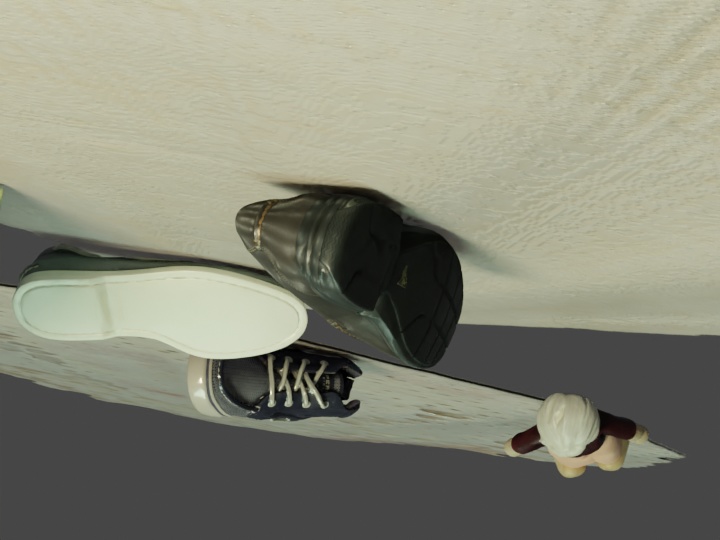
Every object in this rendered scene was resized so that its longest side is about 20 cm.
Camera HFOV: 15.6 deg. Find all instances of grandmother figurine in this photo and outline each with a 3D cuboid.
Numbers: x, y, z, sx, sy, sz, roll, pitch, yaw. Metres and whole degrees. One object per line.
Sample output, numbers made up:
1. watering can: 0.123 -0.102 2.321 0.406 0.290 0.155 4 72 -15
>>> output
1. grandmother figurine: 0.181 0.138 2.232 0.121 0.061 0.200 -18 166 4

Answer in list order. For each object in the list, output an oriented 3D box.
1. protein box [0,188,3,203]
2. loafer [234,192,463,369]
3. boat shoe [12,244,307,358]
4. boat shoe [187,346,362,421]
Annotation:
1. protein box: -0.328 0.039 1.632 0.135 0.200 0.199 13 172 -22
2. loafer: 0.000 0.000 1.450 0.072 0.073 0.200 16 166 27
3. boat shoe: -0.133 0.013 1.787 0.200 0.073 0.062 3 -145 5
4. boat shoe: -0.066 0.087 2.151 0.093 0.075 0.200 0 177 20
